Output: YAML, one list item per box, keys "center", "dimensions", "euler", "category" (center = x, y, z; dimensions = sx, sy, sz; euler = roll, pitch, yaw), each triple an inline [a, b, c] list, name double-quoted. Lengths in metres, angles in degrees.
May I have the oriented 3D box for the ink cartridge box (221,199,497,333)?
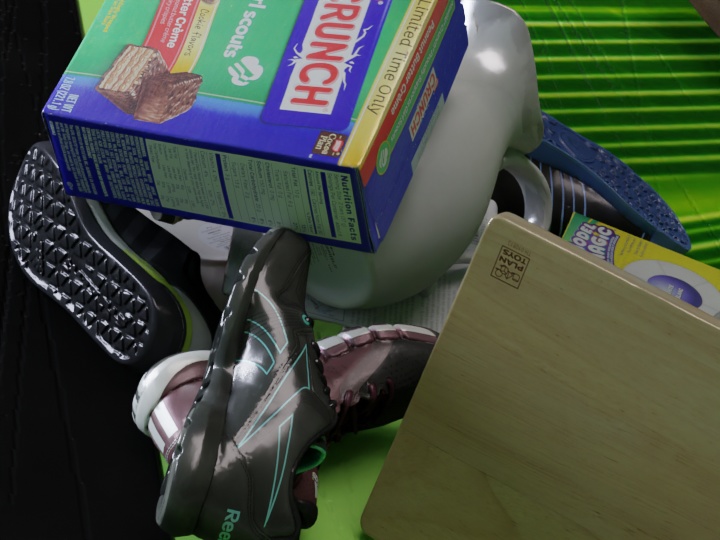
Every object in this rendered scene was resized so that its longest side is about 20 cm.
- center: [0.000, 0.000, 1.665]
  dimensions: [0.172, 0.044, 0.200]
  euler: [14, 32, -5]
  category: "ink cartridge box"

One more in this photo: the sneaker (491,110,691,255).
- center: [0.131, -0.051, 1.797]
  dimensions: [0.199, 0.078, 0.070]
  euler: [34, 25, -15]
  category: "sneaker"

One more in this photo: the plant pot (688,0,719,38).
- center: [0.362, -0.212, 2.077]
  dimensions: [0.186, 0.187, 0.201]
  euler: [-1, 50, -27]
  category: "plant pot"

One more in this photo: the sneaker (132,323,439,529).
- center: [-0.022, 0.098, 1.484]
  dimensions: [0.199, 0.076, 0.116]
  euler: [-8, 43, -19]
  category: "sneaker"

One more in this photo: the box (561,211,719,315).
- center: [0.188, 0.028, 1.713]
  dimensions: [0.199, 0.049, 0.117]
  euler: [20, 31, 7]
  category: "box"

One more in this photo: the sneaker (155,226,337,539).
- center: [-0.050, 0.067, 1.418]
  dimensions: [0.079, 0.076, 0.201]
  euler: [18, 56, -2]
  category: "sneaker"

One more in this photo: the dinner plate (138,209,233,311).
- center: [-0.110, -0.035, 1.685]
  dimensions: [0.199, 0.024, 0.201]
  euler: [13, 33, -8]
  category: "dinner plate"

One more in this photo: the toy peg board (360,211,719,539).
- center: [0.135, 0.094, 1.455]
  dimensions: [0.199, 0.200, 0.098]
  euler: [28, 17, 16]
  category: "toy peg board"

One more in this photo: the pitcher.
- center: [0.042, -0.046, 1.612]
  dimensions: [0.121, 0.172, 0.200]
  euler: [0, 34, 43]
  category: "pitcher"

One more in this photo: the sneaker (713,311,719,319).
- center: [0.173, 0.061, 1.541]
  dimensions: [0.139, 0.201, 0.078]
  euler: [19, -14, 15]
  category: "sneaker"

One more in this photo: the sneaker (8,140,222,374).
- center: [-0.143, -0.001, 1.587]
  dimensions: [0.083, 0.072, 0.200]
  euler: [5, 36, -44]
  category: "sneaker"

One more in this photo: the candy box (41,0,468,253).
- center: [-0.058, -0.110, 1.515]
  dimensions: [0.199, 0.077, 0.170]
  euler: [11, 53, 18]
  category: "candy box"

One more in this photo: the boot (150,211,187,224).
- center: [-0.054, -0.073, 1.637]
  dimensions: [0.138, 0.078, 0.200]
  euler: [20, 29, -7]
  category: "boot"
